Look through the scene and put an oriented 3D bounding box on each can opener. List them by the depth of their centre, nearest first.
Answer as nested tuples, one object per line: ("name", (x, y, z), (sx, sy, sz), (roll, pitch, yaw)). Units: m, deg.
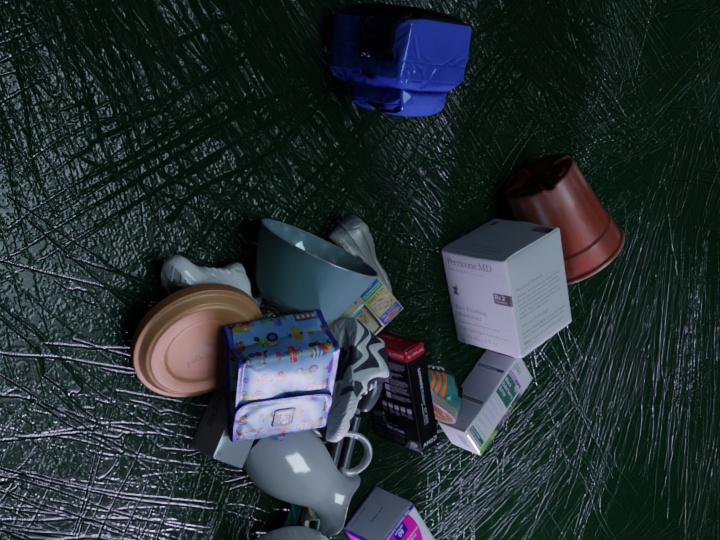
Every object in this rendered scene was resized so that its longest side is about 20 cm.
("can opener", (-0.019, 0.264, 1.671), (0.052, 0.066, 0.202), (16, 93, -36))

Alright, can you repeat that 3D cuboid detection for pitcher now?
("pitcher", (-0.083, 0.301, 1.558), (0.200, 0.121, 0.172), (41, 62, -17))

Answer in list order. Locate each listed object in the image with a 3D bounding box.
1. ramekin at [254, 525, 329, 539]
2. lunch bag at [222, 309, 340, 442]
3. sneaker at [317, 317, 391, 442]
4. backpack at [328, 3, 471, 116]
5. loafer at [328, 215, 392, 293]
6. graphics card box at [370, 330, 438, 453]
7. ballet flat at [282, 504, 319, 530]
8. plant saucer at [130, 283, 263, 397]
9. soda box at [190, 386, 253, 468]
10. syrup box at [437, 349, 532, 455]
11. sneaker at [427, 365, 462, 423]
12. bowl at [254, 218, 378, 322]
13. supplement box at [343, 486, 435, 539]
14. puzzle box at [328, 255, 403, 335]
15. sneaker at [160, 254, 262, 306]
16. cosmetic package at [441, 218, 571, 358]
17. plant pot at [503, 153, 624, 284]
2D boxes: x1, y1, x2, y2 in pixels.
("ramekin", (-0.114, 0.511, 1.562), (0.199, 0.098, 0.202), (-9, 119, -16))
("lunch bag", (-0.121, 0.172, 1.423), (0.149, 0.094, 0.201), (-9, 128, -20))
("sneaker", (-0.001, 0.188, 1.577), (0.129, 0.079, 0.201), (28, 59, -45))
("backpack", (0.043, -0.334, 1.517), (0.162, 0.199, 0.169), (0, 108, -45))
("loafer", (0.000, 0.000, 1.638), (0.070, 0.070, 0.201), (-32, 121, -14))
("graphics card box", (0.066, 0.209, 1.695), (0.051, 0.125, 0.202), (-25, 114, -38))
("ballet flat", (-0.090, 0.421, 1.629), (0.067, 0.070, 0.202), (14, 89, -44))
("plant saucer", (-0.231, 0.108, 1.399), (0.199, 0.032, 0.201), (-16, 132, -19))
("soda box", (-0.183, 0.196, 1.499), (0.064, 0.068, 0.201), (31, 77, -41))
("syrup box", (0.246, 0.252, 1.901), (0.200, 0.081, 0.079), (-50, 129, -22))
("sneaker", (0.124, 0.202, 1.793), (0.200, 0.071, 0.080), (46, 54, -37))
("bowl", (-0.082, 0.010, 1.487), (0.200, 0.200, 0.106), (16, 102, -43))
("supplement box", (0.070, 0.508, 1.776), (0.101, 0.103, 0.201), (-48, 129, -26))
("puzzle box", (-0.036, 0.088, 1.601), (0.200, 0.025, 0.133), (-44, 127, -4))
("sneaker", (-0.218, 0.021, 1.439), (0.200, 0.077, 0.100), (48, 59, -47))
("cosmetic package", (0.278, 0.028, 1.828), (0.164, 0.164, 0.201), (-29, 116, -35))
("plant pot", (0.387, -0.108, 1.898), (0.201, 0.200, 0.196), (-45, 117, -27))
